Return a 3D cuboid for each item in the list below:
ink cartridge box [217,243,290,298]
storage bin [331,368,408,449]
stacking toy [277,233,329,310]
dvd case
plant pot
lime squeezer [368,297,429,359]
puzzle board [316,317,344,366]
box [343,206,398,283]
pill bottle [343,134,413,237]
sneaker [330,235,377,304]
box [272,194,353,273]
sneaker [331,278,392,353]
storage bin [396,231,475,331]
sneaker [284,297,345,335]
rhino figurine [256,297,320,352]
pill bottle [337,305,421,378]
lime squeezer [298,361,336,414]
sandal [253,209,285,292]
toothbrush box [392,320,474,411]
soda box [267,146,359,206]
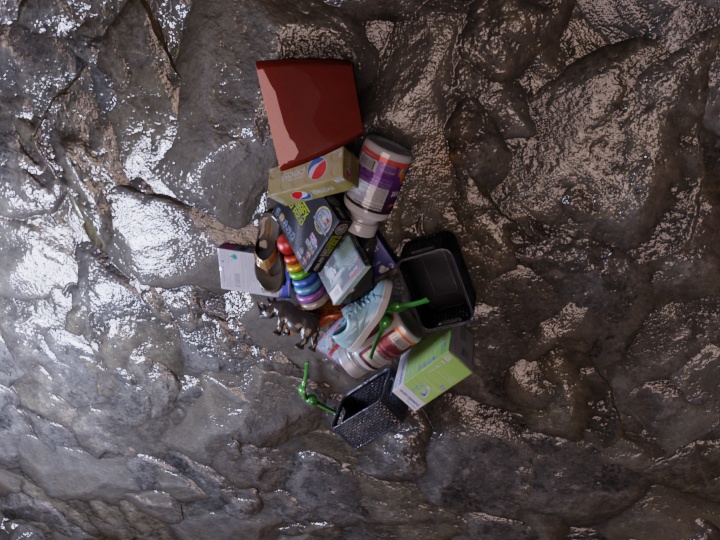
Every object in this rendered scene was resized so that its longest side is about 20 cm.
[{"bbox_3d":[-0.270,0.002,1.421,0.197,0.042,0.121,9,119,12],"label":"ink cartridge box"},{"bbox_3d":[0.030,0.375,1.481,0.094,0.136,0.199,45,120,-12],"label":"storage bin"},{"bbox_3d":[-0.147,-0.003,1.346,0.084,0.086,0.202,-11,122,20],"label":"stacking toy"},{"bbox_3d":[-0.061,-0.043,1.274,0.146,0.022,0.202,-50,55,36],"label":"dvd case"},{"bbox_3d":[-0.087,-0.331,1.099,0.173,0.200,0.203,-9,111,4],"label":"plant pot"},{"bbox_3d":[0.078,0.117,1.277,0.200,0.038,0.071,-47,57,15],"label":"lime squeezer"},{"bbox_3d":[-0.014,0.190,1.472,0.150,0.017,0.200,36,122,-6],"label":"puzzle board"},{"bbox_3d":[-0.001,-0.059,1.321,0.120,0.033,0.201,-27,108,26],"label":"box"},{"bbox_3d":[0.029,-0.178,1.187,0.110,0.112,0.202,23,116,1],"label":"pill bottle"},{"bbox_3d":[0.000,0.000,1.301,0.090,0.076,0.201,18,122,-17],"label":"sneaker"},{"bbox_3d":[-0.114,-0.121,1.239,0.161,0.044,0.201,-54,54,33],"label":"box"},{"bbox_3d":[0.001,0.098,1.290,0.081,0.074,0.202,28,99,-17],"label":"sneaker"},{"bbox_3d":[0.181,0.027,1.283,0.133,0.094,0.202,-15,113,22],"label":"storage bin"},{"bbox_3d":[-0.116,0.121,1.441,0.197,0.074,0.077,-13,132,28],"label":"sneaker"},{"bbox_3d":[-0.185,0.125,1.388,0.198,0.060,0.089,27,101,21],"label":"rhino figurine"},{"bbox_3d":[0.045,0.178,1.375,0.199,0.114,0.114,-36,105,19],"label":"pill bottle"},{"bbox_3d":[-0.136,0.353,1.583,0.070,0.038,0.202,-30,111,-6],"label":"lime squeezer"},{"bbox_3d":[-0.225,-0.046,1.341,0.080,0.055,0.203,7,99,11],"label":"sandal"},{"bbox_3d":[0.184,0.232,1.366,0.086,0.146,0.200,42,120,-11],"label":"toothbrush box"},{"bbox_3d":[-0.101,-0.196,1.157,0.197,0.064,0.069,-9,72,30],"label":"soda box"}]
